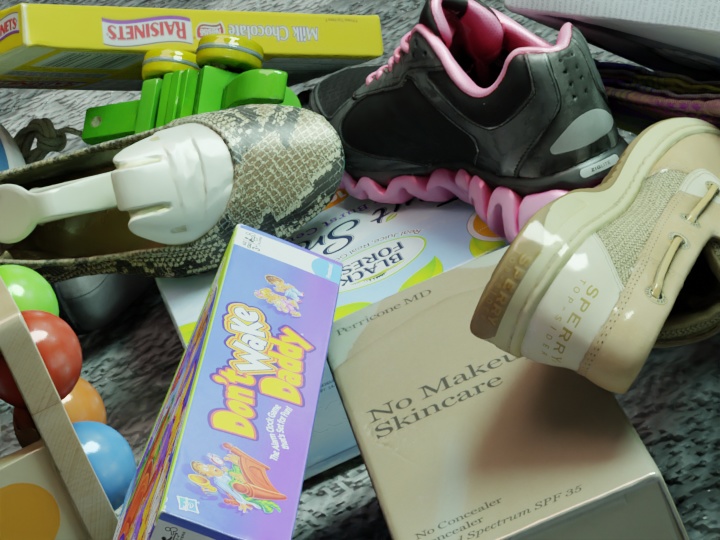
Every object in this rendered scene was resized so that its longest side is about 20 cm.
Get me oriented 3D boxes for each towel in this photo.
[{"bbox_3d":[0.152,-0.061,1.116,0.200,0.143,0.023,19,91,58],"label":"towel"}]

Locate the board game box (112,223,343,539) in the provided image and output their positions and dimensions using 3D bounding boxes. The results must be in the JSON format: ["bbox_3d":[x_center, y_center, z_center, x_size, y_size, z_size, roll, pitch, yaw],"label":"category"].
[{"bbox_3d":[-0.058,0.090,0.971,0.045,0.135,0.200,21,28,-6],"label":"board game box"}]

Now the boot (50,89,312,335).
[{"bbox_3d":[-0.066,-0.042,1.311,0.131,0.070,0.200,-8,28,28],"label":"boot"}]

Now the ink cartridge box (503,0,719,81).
[{"bbox_3d":[0.159,-0.091,1.109,0.200,0.199,0.041,17,89,54],"label":"ink cartridge box"}]

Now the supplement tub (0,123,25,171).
[{"bbox_3d":[-0.264,-0.035,1.236,0.144,0.200,0.145,-16,64,37],"label":"supplement tub"}]

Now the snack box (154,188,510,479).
[{"bbox_3d":[0.000,0.000,1.176,0.168,0.068,0.200,-25,26,-4],"label":"snack box"}]

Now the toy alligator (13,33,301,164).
[{"bbox_3d":[-0.085,-0.065,1.256,0.200,0.054,0.060,-10,66,49],"label":"toy alligator"}]

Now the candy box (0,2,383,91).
[{"bbox_3d":[-0.098,-0.106,1.311,0.199,0.027,0.102,-2,-4,-36],"label":"candy box"}]

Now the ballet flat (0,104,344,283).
[{"bbox_3d":[-0.104,-0.028,1.156,0.199,0.068,0.075,-11,-9,33],"label":"ballet flat"}]

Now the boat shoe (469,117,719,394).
[{"bbox_3d":[0.104,0.000,0.957,0.064,0.071,0.200,32,27,15],"label":"boat shoe"}]

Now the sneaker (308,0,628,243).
[{"bbox_3d":[0.039,-0.074,1.105,0.079,0.096,0.200,-33,26,-25],"label":"sneaker"}]

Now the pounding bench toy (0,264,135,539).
[{"bbox_3d":[-0.191,0.062,1.143,0.156,0.125,0.200,-26,25,-8],"label":"pounding bench toy"}]

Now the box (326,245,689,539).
[{"bbox_3d":[0.052,0.075,0.969,0.095,0.078,0.200,-24,25,-1],"label":"box"}]
